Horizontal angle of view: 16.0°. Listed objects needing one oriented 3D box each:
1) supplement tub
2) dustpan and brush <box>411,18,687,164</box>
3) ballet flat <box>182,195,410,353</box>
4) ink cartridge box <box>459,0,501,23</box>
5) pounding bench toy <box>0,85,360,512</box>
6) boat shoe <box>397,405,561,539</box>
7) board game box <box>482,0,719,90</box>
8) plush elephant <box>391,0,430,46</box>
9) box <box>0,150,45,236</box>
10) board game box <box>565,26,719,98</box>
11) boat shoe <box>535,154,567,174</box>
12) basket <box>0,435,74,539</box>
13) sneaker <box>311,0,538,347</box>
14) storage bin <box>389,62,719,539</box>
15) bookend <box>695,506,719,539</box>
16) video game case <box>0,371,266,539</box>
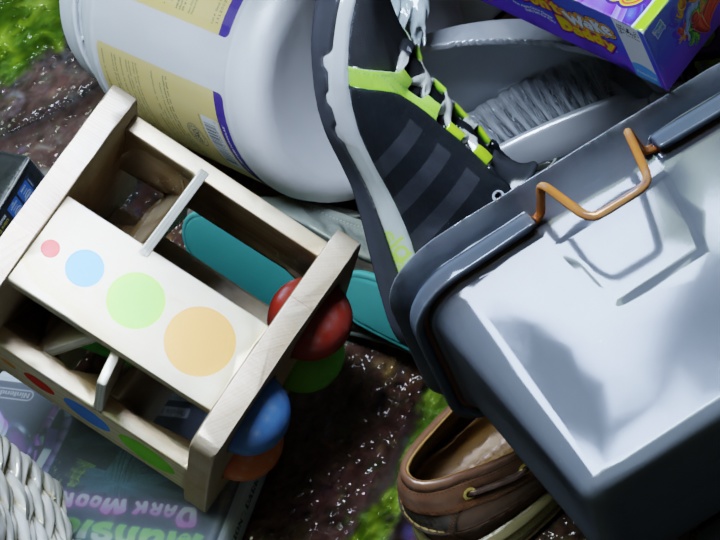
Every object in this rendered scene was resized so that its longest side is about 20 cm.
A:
[{"bbox_3d":[-0.057,-0.128,1.354,0.145,0.145,0.200,-47,39,-14],"label":"supplement tub"},{"bbox_3d":[0.123,-0.079,1.248,0.200,0.140,0.057,-22,38,10],"label":"dustpan and brush"},{"bbox_3d":[0.000,0.000,1.311,0.200,0.067,0.064,20,38,33],"label":"ballet flat"},{"bbox_3d":[0.072,-0.224,1.431,0.200,0.067,0.116,-44,50,-11],"label":"ink cartridge box"},{"bbox_3d":[-0.091,0.032,1.255,0.156,0.200,0.124,33,72,5],"label":"pounding bench toy"},{"bbox_3d":[0.098,0.056,1.211,0.200,0.068,0.072,-42,50,-10],"label":"boat shoe"},{"bbox_3d":[0.137,-0.190,1.129,0.134,0.045,0.200,30,74,34],"label":"board game box"},{"bbox_3d":[-0.020,-0.213,1.184,0.165,0.155,0.200,12,86,64],"label":"plush elephant"},{"bbox_3d":[-0.280,0.014,1.420,0.160,0.049,0.200,11,61,32],"label":"box"},{"bbox_3d":[0.148,-0.134,1.244,0.120,0.200,0.032,-7,49,18],"label":"board game box"},{"bbox_3d":[0.137,-0.040,1.219,0.200,0.069,0.057,-17,23,10],"label":"boat shoe"},{"bbox_3d":[-0.204,0.179,1.188,0.135,0.123,0.200,-19,63,17],"label":"basket"},{"bbox_3d":[0.039,-0.054,1.159,0.083,0.200,0.072,-10,27,18],"label":"sneaker"},{"bbox_3d":[0.134,0.021,1.092,0.200,0.146,0.134,-32,55,-5],"label":"storage bin"},{"bbox_3d":[0.142,0.186,1.081,0.200,0.092,0.199,-6,41,33],"label":"bookend"},{"bbox_3d":[-0.156,0.137,1.291,0.200,0.023,0.182,5,58,27],"label":"video game case"}]
